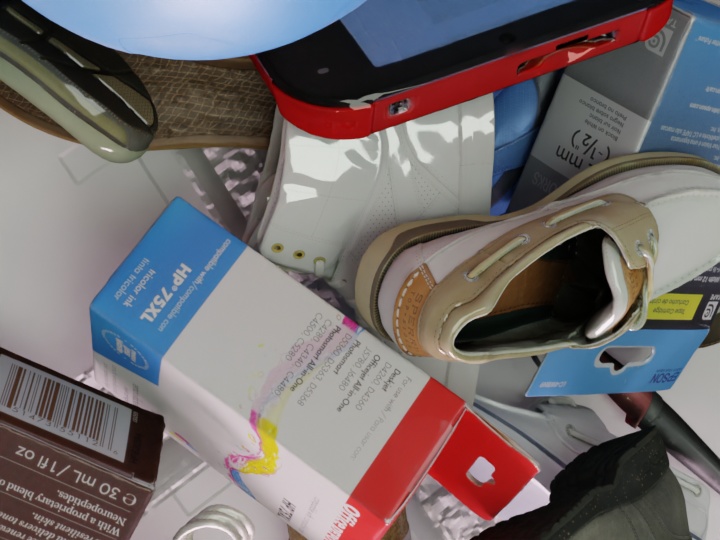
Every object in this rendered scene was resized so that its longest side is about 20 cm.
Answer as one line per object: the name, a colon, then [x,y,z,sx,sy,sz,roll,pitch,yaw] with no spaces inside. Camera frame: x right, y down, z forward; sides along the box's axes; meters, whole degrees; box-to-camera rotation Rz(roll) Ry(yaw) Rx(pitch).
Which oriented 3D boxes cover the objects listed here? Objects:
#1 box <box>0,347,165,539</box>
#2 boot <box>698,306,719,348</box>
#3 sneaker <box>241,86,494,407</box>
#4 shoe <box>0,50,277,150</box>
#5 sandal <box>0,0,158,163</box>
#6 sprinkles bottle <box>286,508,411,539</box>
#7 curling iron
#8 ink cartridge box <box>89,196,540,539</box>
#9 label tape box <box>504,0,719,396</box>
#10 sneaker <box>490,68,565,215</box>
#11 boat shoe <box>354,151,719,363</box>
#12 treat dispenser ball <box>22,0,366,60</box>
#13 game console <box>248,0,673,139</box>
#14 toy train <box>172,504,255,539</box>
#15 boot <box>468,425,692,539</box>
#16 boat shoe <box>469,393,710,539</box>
box: [-0.175,0.144,0.735,0.099,0.075,0.202,24,109,-12]
boot: [0.264,-0.014,0.890,0.199,0.097,0.075,-33,111,-12]
sneaker: [0.000,0.000,0.759,0.114,0.074,0.202,-3,116,-6]
shoe: [-0.088,-0.093,0.761,0.197,0.054,0.071,10,113,-11]
sandal: [-0.175,-0.108,0.684,0.201,0.080,0.057,43,115,1]
sprinkles bottle: [0.001,0.183,0.847,0.067,0.068,0.203,-14,106,-18]
curling iron: [0.153,0.079,0.900,0.025,0.050,0.200,-35,121,25]
ink cartridge box: [-0.025,0.067,0.736,0.199,0.116,0.067,35,69,6]
label tape box: [0.145,-0.038,0.824,0.142,0.066,0.202,2,117,-47]
sneaker: [0.083,-0.083,0.827,0.200,0.066,0.079,-45,125,-6]
boat shoe: [0.098,0.002,0.713,0.198,0.068,0.076,-18,121,-25]
treat dispenser ball: [-0.057,-0.175,0.554,0.198,0.201,0.204,-5,104,-20]
game console: [0.028,-0.146,0.736,0.198,0.178,0.031,-20,144,-16]
toy train: [-0.033,0.178,0.774,0.199,0.056,0.150,38,109,-25]
boot: [0.118,0.168,0.771,0.199,0.067,0.132,-27,91,-46]
boat shoe: [0.106,0.104,0.879,0.199,0.073,0.066,32,60,-20]
